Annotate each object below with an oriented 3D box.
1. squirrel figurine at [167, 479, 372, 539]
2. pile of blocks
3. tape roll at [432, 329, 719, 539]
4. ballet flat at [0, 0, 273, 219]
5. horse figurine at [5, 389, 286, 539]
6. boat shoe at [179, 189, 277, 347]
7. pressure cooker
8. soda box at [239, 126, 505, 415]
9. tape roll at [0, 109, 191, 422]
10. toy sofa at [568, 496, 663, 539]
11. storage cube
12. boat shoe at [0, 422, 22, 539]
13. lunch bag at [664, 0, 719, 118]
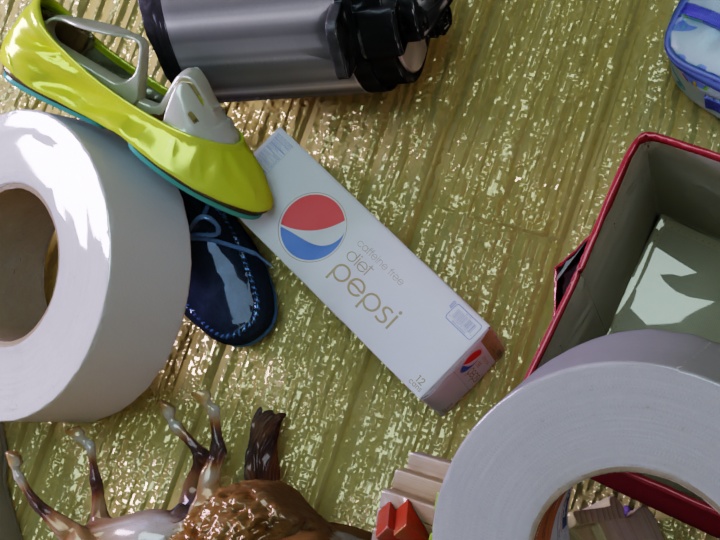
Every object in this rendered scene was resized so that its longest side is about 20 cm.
[{"bbox_3d":[-0.058,0.235,0.816,0.200,0.141,0.187,33,99,12],"label":"squirrel figurine"},{"bbox_3d":[0.076,0.172,0.752,0.200,0.062,0.082,41,110,32],"label":"pile of blocks"},{"bbox_3d":[0.137,0.132,0.645,0.199,0.066,0.201,5,102,24],"label":"tape roll"},{"bbox_3d":[-0.133,-0.106,0.859,0.200,0.067,0.067,31,114,5],"label":"ballet flat"},{"bbox_3d":[-0.134,0.154,0.887,0.199,0.050,0.133,-18,91,1],"label":"horse figurine"},{"bbox_3d":[-0.131,-0.033,0.935,0.084,0.069,0.200,-39,69,2],"label":"boat shoe"},{"bbox_3d":[-0.027,-0.200,0.900,0.199,0.179,0.177,-1,88,15],"label":"pressure cooker"},{"bbox_3d":[0.000,0.000,0.892,0.064,0.068,0.200,-45,69,0],"label":"soda box"},{"bbox_3d":[-0.204,-0.002,0.905,0.202,0.071,0.203,-4,83,39],"label":"tape roll"},{"bbox_3d":[0.150,0.237,0.790,0.083,0.097,0.201,-34,68,30],"label":"toy sofa"},{"bbox_3d":[0.205,0.053,0.764,0.199,0.180,0.171,23,82,20],"label":"storage cube"},{"bbox_3d":[-0.267,0.167,0.915,0.060,0.074,0.201,-19,68,9],"label":"boat shoe"},{"bbox_3d":[0.298,-0.143,0.847,0.200,0.082,0.161,33,88,21],"label":"lunch bag"}]
